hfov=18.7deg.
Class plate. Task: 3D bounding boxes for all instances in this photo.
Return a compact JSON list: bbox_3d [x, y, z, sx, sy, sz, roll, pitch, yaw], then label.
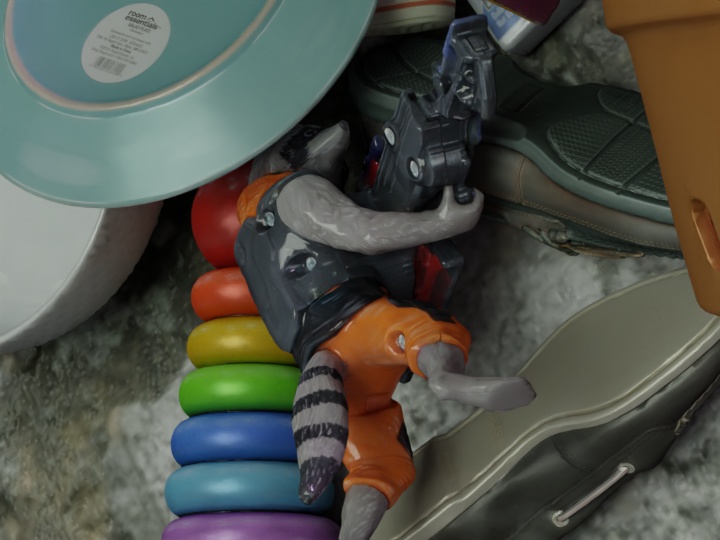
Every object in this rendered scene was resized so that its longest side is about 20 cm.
[{"bbox_3d":[-0.084,-0.116,0.915,0.199,0.026,0.201,-12,54,17],"label":"plate"}]

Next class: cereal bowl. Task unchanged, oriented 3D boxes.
[{"bbox_3d":[-0.164,-0.058,1.036,0.199,0.083,0.202,-2,86,34],"label":"cereal bowl"}]

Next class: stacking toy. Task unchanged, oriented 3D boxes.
[{"bbox_3d":[-0.048,0.050,0.962,0.085,0.085,0.202,-9,75,33],"label":"stacking toy"}]

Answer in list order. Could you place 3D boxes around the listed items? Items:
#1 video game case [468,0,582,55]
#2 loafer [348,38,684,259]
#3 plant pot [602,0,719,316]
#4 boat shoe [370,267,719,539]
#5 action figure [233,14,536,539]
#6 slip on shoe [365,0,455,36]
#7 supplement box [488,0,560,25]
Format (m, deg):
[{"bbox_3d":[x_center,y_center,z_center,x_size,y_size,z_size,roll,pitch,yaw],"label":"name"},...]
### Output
[{"bbox_3d":[0.085,-0.224,0.916,0.200,0.022,0.183,-44,65,24],"label":"video game case"},{"bbox_3d":[0.081,-0.040,0.892,0.199,0.072,0.063,25,134,36],"label":"loafer"},{"bbox_3d":[0.180,-0.058,0.745,0.199,0.200,0.141,0,95,34],"label":"plant pot"},{"bbox_3d":[0.085,0.069,0.886,0.200,0.057,0.067,-37,32,22],"label":"boat shoe"},{"bbox_3d":[0.000,0.000,0.855,0.194,0.104,0.201,-116,28,-43],"label":"action figure"},{"bbox_3d":[-0.041,-0.143,0.965,0.199,0.074,0.062,24,111,38],"label":"slip on shoe"},{"bbox_3d":[0.027,-0.201,0.836,0.131,0.103,0.200,-58,34,17],"label":"supplement box"}]
